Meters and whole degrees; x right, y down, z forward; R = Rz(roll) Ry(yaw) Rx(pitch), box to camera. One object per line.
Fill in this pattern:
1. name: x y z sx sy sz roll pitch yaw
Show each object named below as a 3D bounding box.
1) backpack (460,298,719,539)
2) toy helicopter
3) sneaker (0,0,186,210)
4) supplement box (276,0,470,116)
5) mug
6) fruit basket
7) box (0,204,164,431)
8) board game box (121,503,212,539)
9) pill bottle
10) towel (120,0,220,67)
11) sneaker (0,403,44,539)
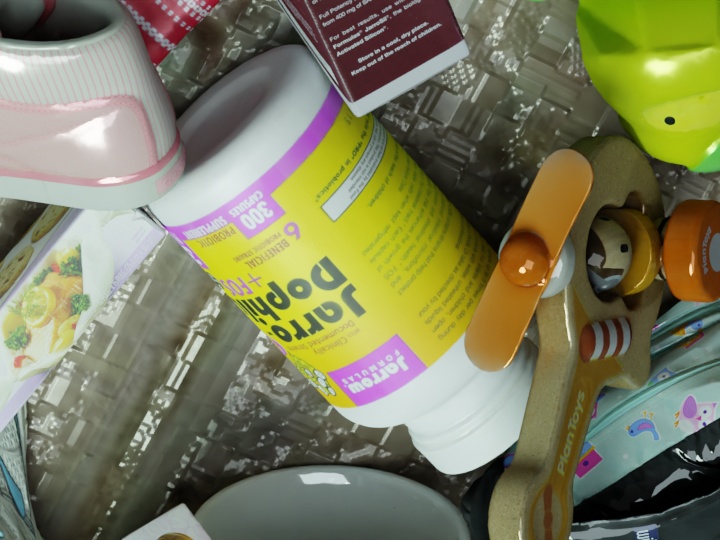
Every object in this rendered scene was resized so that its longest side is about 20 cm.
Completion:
1. backpack: 0.160 0.096 1.360 0.200 0.127 0.167 -37 132 10
2. toy helicopter: 0.091 0.032 1.271 0.079 0.200 0.132 4 158 31
3. sneaker: -0.178 -0.084 1.247 0.200 0.075 0.105 3 131 16
4. supplement box: -0.028 -0.172 1.204 0.061 0.109 0.200 -30 135 -3
5. mug: -0.014 0.221 1.371 0.133 0.178 0.200 -3 117 -9
6. fruit basket: 0.134 -0.136 1.266 0.215 0.156 0.216 0 95 -2
7. box: -0.167 0.043 1.285 0.039 0.041 0.200 39 92 -25
8. board game box: -0.067 0.238 1.330 0.200 0.041 0.200 50 141 15
9. pill bottle: 0.000 0.000 1.316 0.104 0.104 0.200 -40 111 9
10. towel: -0.115 -0.164 1.281 0.145 0.022 0.200 41 102 -20
11. sneaker: -0.184 0.106 1.346 0.078 0.086 0.200 -17 113 0
